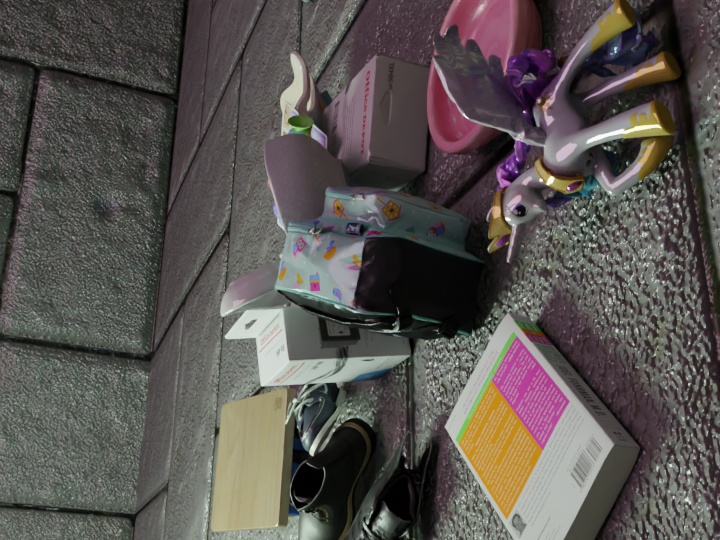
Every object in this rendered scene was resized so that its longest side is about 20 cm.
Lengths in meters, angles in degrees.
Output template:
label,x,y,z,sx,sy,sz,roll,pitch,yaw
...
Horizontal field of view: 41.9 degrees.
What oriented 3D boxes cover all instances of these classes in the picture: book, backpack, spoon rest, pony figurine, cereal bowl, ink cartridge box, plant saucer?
label,x,y,z,sx,sy,sz,roll,pitch,yaw
book,0.148,0.142,0.800,0.200,0.048,0.135,-119,45,-59
backpack,0.012,-0.009,0.996,0.199,0.175,0.155,0,83,47
spoon rest,-0.101,0.017,1.127,0.099,0.061,0.200,-27,5,21
pony figurine,0.160,-0.127,0.778,0.199,0.165,0.195,-35,54,42
cereal bowl,-0.047,-0.078,1.160,0.200,0.082,0.202,-18,-90,-84
ink cartridge box,0.015,-0.176,1.255,0.200,0.083,0.148,153,124,-65
ink cartridge box,-0.054,0.092,1.138,0.116,0.198,0.068,136,129,-59
plant saucer,0.134,-0.221,1.002,0.200,0.050,0.203,-170,90,-71

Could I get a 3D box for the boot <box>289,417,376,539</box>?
label,x,y,z,sx,sy,sz,roll,pitch,yaw
boot,-0.059,0.287,1.150,0.138,0.077,0.202,-22,-50,-63

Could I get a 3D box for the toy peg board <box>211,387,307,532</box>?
label,x,y,z,sx,sy,sz,roll,pitch,yaw
toy peg board,-0.135,0.302,1.464,0.198,0.097,0.203,-22,60,49

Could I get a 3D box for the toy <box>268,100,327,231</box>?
label,x,y,z,sx,sy,sz,roll,pitch,yaw
toy,-0.097,-0.119,1.310,0.115,0.047,0.202,43,136,41

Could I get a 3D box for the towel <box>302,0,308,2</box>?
label,x,y,z,sx,sy,sz,roll,pitch,yaw
towel,-0.110,-0.631,1.876,0.200,0.048,0.173,-129,55,-64

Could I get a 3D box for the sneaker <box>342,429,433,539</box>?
label,x,y,z,sx,sy,sz,roll,pitch,yaw
sneaker,0.020,0.277,1.009,0.201,0.060,0.104,-64,2,-29

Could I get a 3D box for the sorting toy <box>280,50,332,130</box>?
label,x,y,z,sx,sy,sz,roll,pitch,yaw
sorting toy,-0.078,-0.221,1.396,0.181,0.105,0.202,75,-171,-56

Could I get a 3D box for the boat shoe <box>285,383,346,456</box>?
label,x,y,z,sx,sy,sz,roll,pitch,yaw
boat shoe,-0.060,0.180,1.229,0.075,0.062,0.200,-53,3,13
